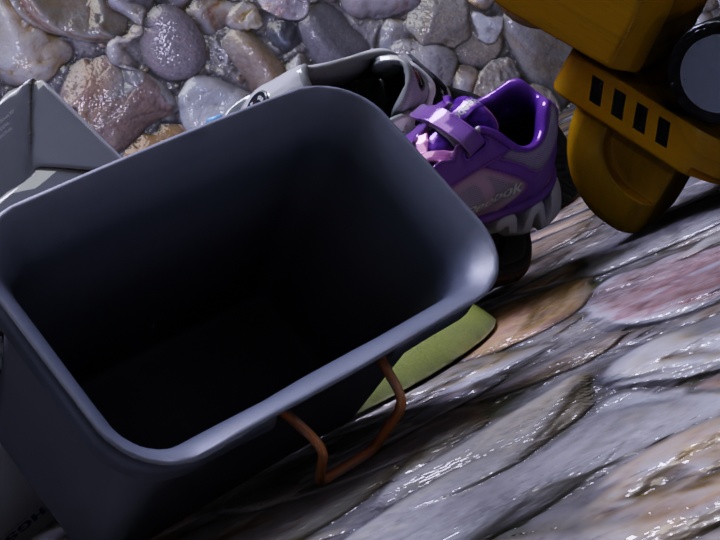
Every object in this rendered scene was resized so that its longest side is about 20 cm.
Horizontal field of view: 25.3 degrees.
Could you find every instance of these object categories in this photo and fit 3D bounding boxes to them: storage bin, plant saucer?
[{"bbox_3d":[-0.054,0.038,0.675,0.200,0.146,0.134,-28,-22,-35],"label":"storage bin"},{"bbox_3d":[-0.025,0.055,0.857,0.200,0.031,0.200,-25,5,2],"label":"plant saucer"}]

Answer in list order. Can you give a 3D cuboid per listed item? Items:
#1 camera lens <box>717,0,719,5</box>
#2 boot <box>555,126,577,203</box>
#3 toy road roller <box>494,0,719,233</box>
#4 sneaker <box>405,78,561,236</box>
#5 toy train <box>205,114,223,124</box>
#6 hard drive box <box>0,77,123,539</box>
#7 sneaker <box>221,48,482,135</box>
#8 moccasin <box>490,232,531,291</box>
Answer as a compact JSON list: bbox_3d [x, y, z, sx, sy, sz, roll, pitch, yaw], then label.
[{"bbox_3d":[0.567,-0.394,2.118,0.200,0.160,0.160,-24,4,16],"label":"camera lens"},{"bbox_3d":[0.075,-0.057,1.318,0.158,0.080,0.211,-22,6,37],"label":"boot"},{"bbox_3d":[0.155,-0.115,0.943,0.123,0.200,0.146,-30,-30,-58],"label":"toy road roller"},{"bbox_3d":[0.038,-0.051,0.881,0.200,0.080,0.089,-26,-35,-34],"label":"sneaker"},{"bbox_3d":[-0.028,-0.075,1.056,0.114,0.087,0.200,-17,1,32],"label":"toy train"},{"bbox_3d":[-0.161,0.033,0.739,0.156,0.077,0.200,-41,-24,-15],"label":"hard drive box"},{"bbox_3d":[0.023,-0.089,0.941,0.200,0.074,0.088,-6,-20,-40],"label":"sneaker"},{"bbox_3d":[-0.001,-0.008,0.956,0.201,0.074,0.078,-8,-17,-15],"label":"moccasin"}]
